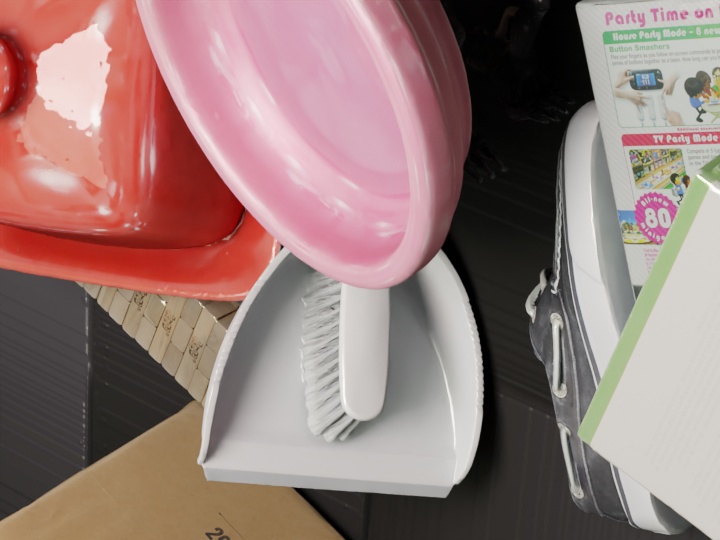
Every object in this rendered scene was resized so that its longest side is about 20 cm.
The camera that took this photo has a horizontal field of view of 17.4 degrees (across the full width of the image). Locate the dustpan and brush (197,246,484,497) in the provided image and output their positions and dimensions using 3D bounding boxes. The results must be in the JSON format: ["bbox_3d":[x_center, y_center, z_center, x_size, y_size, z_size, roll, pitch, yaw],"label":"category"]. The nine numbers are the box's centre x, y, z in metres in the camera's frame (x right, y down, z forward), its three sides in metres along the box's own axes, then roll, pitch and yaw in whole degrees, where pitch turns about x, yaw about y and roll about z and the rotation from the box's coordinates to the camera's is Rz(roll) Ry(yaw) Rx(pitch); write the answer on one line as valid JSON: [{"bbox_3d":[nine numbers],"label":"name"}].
[{"bbox_3d":[0.000,0.000,1.097,0.057,0.139,0.202,162,112,-65],"label":"dustpan and brush"}]

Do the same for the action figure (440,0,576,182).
[{"bbox_3d":[0.053,-0.145,0.967,0.102,0.119,0.201,23,134,43],"label":"action figure"}]

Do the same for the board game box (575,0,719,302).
[{"bbox_3d":[0.178,-0.023,0.945,0.147,0.064,0.202,2,112,40],"label":"board game box"}]

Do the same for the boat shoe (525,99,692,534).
[{"bbox_3d":[0.104,0.020,1.030,0.067,0.072,0.201,6,121,38],"label":"boat shoe"}]

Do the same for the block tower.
[{"bbox_3d":[-0.098,0.002,1.207,0.200,0.054,0.058,42,132,20],"label":"block tower"}]

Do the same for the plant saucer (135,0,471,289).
[{"bbox_3d":[-0.020,-0.090,0.975,0.200,0.051,0.201,43,152,30],"label":"plant saucer"}]

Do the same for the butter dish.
[{"bbox_3d":[-0.142,-0.090,1.102,0.199,0.148,0.201,9,96,28],"label":"butter dish"}]

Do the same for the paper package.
[{"bbox_3d":[-0.089,0.193,1.193,0.200,0.190,0.104,43,132,16],"label":"paper package"}]

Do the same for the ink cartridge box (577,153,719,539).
[{"bbox_3d":[0.190,0.064,0.901,0.200,0.048,0.146,37,131,20],"label":"ink cartridge box"}]
